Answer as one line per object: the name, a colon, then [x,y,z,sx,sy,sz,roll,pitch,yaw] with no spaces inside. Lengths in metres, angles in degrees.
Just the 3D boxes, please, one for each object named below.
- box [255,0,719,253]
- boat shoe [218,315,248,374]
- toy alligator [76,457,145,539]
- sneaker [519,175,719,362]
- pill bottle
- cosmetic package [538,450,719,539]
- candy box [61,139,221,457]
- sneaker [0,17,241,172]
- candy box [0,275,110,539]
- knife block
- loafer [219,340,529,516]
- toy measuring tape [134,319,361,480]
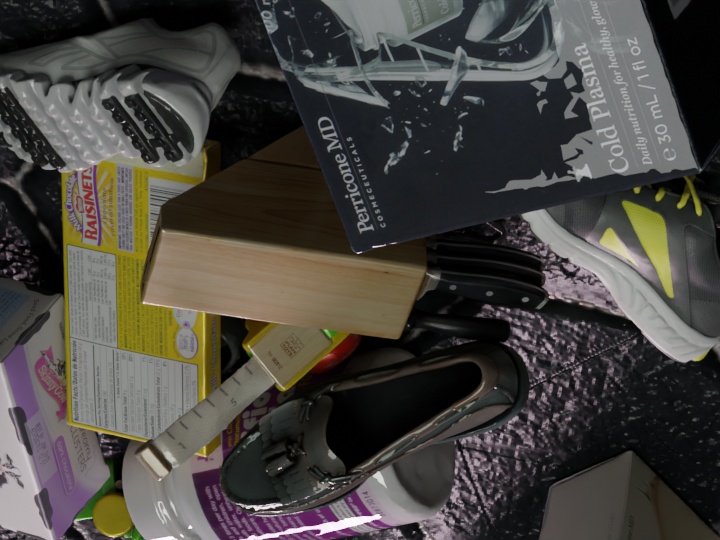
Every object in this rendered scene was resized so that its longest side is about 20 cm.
box: [0.066,-0.137,1.165,0.197,0.124,0.200,-13,108,28]
boat shoe: [-0.150,0.054,1.481,0.201,0.063,0.074,-25,122,35]
toy alligator: [-0.115,0.164,1.578,0.200,0.059,0.054,13,93,5]
sneaker: [0.157,-0.036,1.311,0.085,0.074,0.200,-37,118,24]
pill bottle: [-0.049,0.122,1.476,0.200,0.112,0.112,-15,125,27]
cosmetic package: [0.204,0.223,1.500,0.073,0.104,0.200,-28,120,33]
candy box: [-0.133,0.011,1.401,0.102,0.026,0.200,13,114,25]
sneaker: [-0.150,-0.106,1.331,0.200,0.081,0.075,5,140,39]
candy box: [-0.275,0.072,1.493,0.200,0.072,0.168,15,136,25]
knife block: [0.000,0.000,1.314,0.176,0.200,0.064,40,137,20]
loafer: [-0.001,0.088,1.354,0.200,0.072,0.063,-24,166,15]
toy measuring tape: [-0.061,0.052,1.389,0.074,0.200,0.074,44,164,16]
